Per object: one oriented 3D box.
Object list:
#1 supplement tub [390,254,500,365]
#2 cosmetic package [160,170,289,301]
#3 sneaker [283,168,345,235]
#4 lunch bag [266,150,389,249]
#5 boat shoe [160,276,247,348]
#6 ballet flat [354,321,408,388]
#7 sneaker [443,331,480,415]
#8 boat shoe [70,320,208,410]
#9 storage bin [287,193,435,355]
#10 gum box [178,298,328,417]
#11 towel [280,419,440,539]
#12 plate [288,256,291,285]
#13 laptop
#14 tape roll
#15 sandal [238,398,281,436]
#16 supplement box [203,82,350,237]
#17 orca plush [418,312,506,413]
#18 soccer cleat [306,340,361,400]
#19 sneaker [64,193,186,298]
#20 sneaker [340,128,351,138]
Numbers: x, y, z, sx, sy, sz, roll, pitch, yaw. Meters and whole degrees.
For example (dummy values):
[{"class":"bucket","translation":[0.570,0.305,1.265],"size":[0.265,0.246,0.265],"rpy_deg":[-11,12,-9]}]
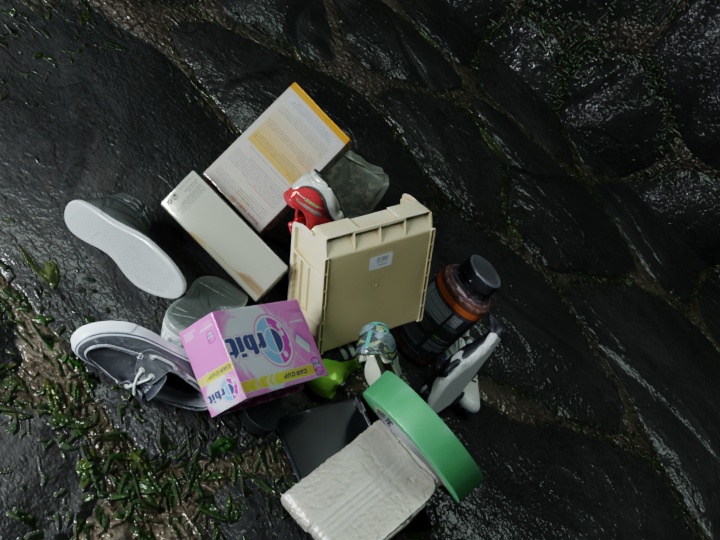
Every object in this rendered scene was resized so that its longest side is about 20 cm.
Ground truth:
[{"class":"supplement tub","translation":[0.148,0.064,1.694],"size":[0.106,0.200,0.108],"rpy_deg":[33,30,-22]},{"class":"cosmetic package","translation":[-0.198,-0.048,1.477],"size":[0.200,0.071,0.105],"rpy_deg":[46,-3,1]},{"class":"sneaker","translation":[-0.067,-0.073,1.510],"size":[0.077,0.084,0.201],"rpy_deg":[55,-6,39]},{"class":"lunch bag","translation":[-0.068,-0.130,1.657],"size":[0.162,0.200,0.119],"rpy_deg":[27,34,-28]},{"class":"boat shoe","translation":[-0.218,0.064,1.365],"size":[0.074,0.065,0.202],"rpy_deg":[33,23,3]},{"class":"ballet flat","translation":[0.032,0.171,1.483],"size":[0.075,0.073,0.202],"rpy_deg":[-87,161,-54]},{"class":"sneaker","translation":[0.178,0.162,1.744],"size":[0.071,0.072,0.202],"rpy_deg":[28,35,-31]},{"class":"boat shoe","translation":[-0.262,0.124,1.218],"size":[0.199,0.072,0.068],"rpy_deg":[30,29,-40]},{"class":"storage bin","translation":[0.000,0.000,1.483],"size":[0.197,0.201,0.094],"rpy_deg":[-16,38,-30]},{"class":"gum box","translation":[-0.132,0.110,1.301],"size":[0.199,0.066,0.115],"rpy_deg":[-8,70,-59]},{"class":"towel","translation":[0.003,0.294,1.306],"size":[0.199,0.035,0.132],"rpy_deg":[-31,66,-37]},{"class":"plate","translation":[-0.028,0.020,1.602],"size":[0.198,0.025,0.204],"rpy_deg":[10,73,-35]},{"class":"laptop","translation":[-0.006,0.289,1.402],"size":[0.189,0.115,0.200],"rpy_deg":[63,5,29]},{"class":"tape roll","translation":[0.085,0.230,1.377],"size":[0.201,0.048,0.201],"rpy_deg":[48,-11,12]},{"class":"sandal","translation":[-0.125,0.143,1.389],"size":[0.075,0.048,0.202],"rpy_deg":[31,32,-24]},{"class":"supplement box","translation":[-0.125,-0.167,1.519],"size":[0.126,0.200,0.074],"rpy_deg":[45,-4,2]},{"class":"orca plush","translation":[0.153,0.149,1.653],"size":[0.071,0.201,0.105],"rpy_deg":[34,-6,33]},{"class":"soccer cleat","translation":[-0.031,0.127,1.523],"size":[0.081,0.068,0.200],"rpy_deg":[35,28,9]},{"class":"sneaker","translation":[-0.296,-0.043,1.352],"size":[0.199,0.071,0.099],"rpy_deg":[35,30,11]},{"class":"sneaker","translation":[-0.073,-0.203,1.779],"size":[0.075,0.199,0.079],"rpy_deg":[35,69,-30]}]
